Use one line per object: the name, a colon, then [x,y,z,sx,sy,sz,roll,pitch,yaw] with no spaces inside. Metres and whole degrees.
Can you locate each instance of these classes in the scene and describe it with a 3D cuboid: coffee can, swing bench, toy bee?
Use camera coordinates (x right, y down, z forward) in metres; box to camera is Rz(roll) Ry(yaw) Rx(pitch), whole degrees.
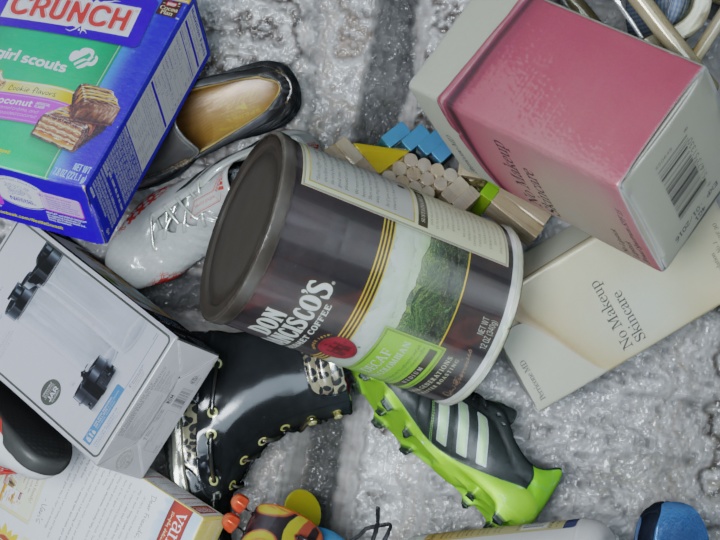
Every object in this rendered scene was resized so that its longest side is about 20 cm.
coffee can: [0.000,0.000,1.193,0.199,0.146,0.147,21,90,-19]
swing bench: [0.197,-0.227,1.211,0.199,0.199,0.130,34,90,0]
toy bee: [-0.058,0.211,1.229,0.108,0.131,0.201,29,123,-3]

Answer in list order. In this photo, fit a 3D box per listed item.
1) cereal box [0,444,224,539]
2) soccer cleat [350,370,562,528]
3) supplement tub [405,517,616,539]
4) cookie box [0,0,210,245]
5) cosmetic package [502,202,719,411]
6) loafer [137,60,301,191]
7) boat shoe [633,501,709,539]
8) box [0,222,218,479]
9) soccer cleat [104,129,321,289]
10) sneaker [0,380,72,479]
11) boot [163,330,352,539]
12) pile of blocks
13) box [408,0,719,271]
cereal box: [-0.213,0.209,1.253,0.199,0.039,0.145,28,96,27]
soccer cleat: [0.073,0.122,1.288,0.200,0.068,0.081,44,67,5]
supplement tub: [0.099,0.269,1.227,0.199,0.144,0.146,-9,90,18]
cookie box: [-0.232,-0.136,1.220,0.170,0.075,0.201,14,57,14]
cosmetic package: [0.195,0.012,1.267,0.199,0.073,0.104,-32,102,0]
loafer: [-0.144,-0.117,1.280,0.199,0.072,0.073,-26,91,2]
boat shoe: [0.245,0.286,1.281,0.084,0.069,0.202,12,85,-12]
box: [-0.217,0.056,1.240,0.200,0.060,0.117,36,93,33]
soccer cleat: [-0.119,-0.051,1.273,0.199,0.085,0.069,-30,90,1]
sneaker: [-0.297,0.140,1.243,0.067,0.201,0.108,23,98,-44]
boot: [-0.077,0.138,1.281,0.153,0.073,0.205,-11,91,-2]
pile of blocks: [0.066,-0.074,1.288,0.199,0.062,0.083,13,74,-5]
box: [0.155,-0.107,1.161,0.199,0.128,0.109,30,79,37]
